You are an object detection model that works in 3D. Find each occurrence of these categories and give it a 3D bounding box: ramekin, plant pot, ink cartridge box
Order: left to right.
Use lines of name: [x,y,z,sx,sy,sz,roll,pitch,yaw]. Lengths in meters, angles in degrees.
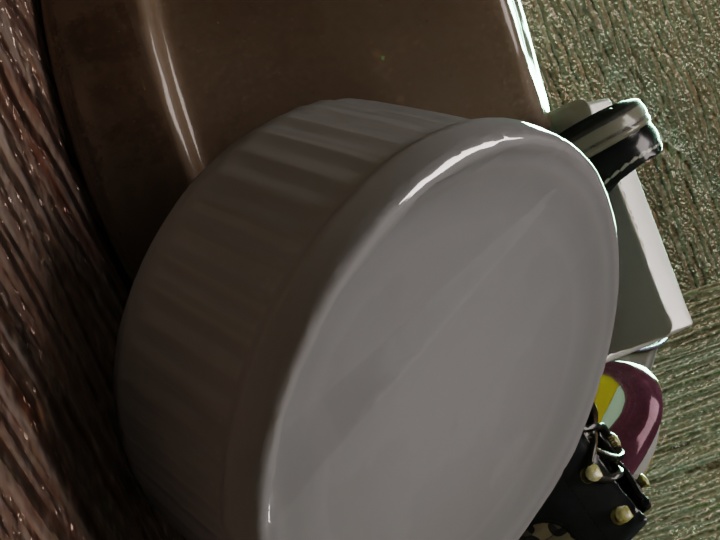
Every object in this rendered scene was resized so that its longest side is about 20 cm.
plant pot: [-0.018,-0.087,0.824,0.200,0.174,0.200,-16,90,-80]
ramekin: [-0.001,0.030,0.714,0.094,0.202,0.202,27,-23,34]
ink cartridge box: [0.077,-0.005,0.926,0.067,0.200,0.117,-17,86,-40]

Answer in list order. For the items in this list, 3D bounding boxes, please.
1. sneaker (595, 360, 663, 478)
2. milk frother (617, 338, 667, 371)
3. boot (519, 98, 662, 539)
sneaker: [0.073,0.102,1.014,0.075,0.200,0.090,37,-19,45]
milk frother: [0.157,0.127,1.237,0.181,0.200,0.188,-90,-168,-68]
boot: [0.084,0.038,0.834,0.154,0.204,0.073,51,31,4]
